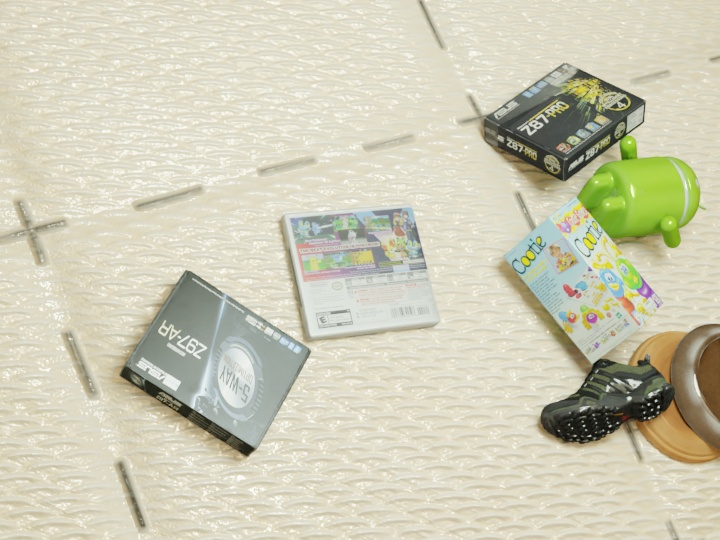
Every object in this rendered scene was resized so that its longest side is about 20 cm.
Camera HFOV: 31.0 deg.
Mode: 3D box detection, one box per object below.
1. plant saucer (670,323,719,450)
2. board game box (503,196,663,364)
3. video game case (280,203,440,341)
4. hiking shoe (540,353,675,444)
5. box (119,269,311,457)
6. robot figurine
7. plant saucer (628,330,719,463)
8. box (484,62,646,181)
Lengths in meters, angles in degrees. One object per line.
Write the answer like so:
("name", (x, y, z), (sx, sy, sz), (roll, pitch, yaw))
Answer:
("plant saucer", (0.549, 0.169, 1.907), (0.198, 0.032, 0.202), (8, 67, -18))
("board game box", (0.321, 0.013, 1.866), (0.200, 0.105, 0.103), (51, 37, 4))
("video game case", (0.000, 0.000, 1.810), (0.198, 0.023, 0.184), (-6, 71, -22))
("hiking shoe", (0.340, 0.179, 1.848), (0.198, 0.076, 0.101), (-12, 41, -12))
("box", (-0.185, 0.119, 1.675), (0.199, 0.044, 0.161), (34, 60, -5))
("robot figurine", (0.428, -0.112, 1.969), (0.198, 0.116, 0.177), (-7, 57, -24))
("plant saucer", (0.485, 0.182, 1.914), (0.198, 0.037, 0.202), (8, 66, -18))
("box", (0.311, -0.228, 1.971), (0.199, 0.049, 0.161), (-35, 49, -29))
